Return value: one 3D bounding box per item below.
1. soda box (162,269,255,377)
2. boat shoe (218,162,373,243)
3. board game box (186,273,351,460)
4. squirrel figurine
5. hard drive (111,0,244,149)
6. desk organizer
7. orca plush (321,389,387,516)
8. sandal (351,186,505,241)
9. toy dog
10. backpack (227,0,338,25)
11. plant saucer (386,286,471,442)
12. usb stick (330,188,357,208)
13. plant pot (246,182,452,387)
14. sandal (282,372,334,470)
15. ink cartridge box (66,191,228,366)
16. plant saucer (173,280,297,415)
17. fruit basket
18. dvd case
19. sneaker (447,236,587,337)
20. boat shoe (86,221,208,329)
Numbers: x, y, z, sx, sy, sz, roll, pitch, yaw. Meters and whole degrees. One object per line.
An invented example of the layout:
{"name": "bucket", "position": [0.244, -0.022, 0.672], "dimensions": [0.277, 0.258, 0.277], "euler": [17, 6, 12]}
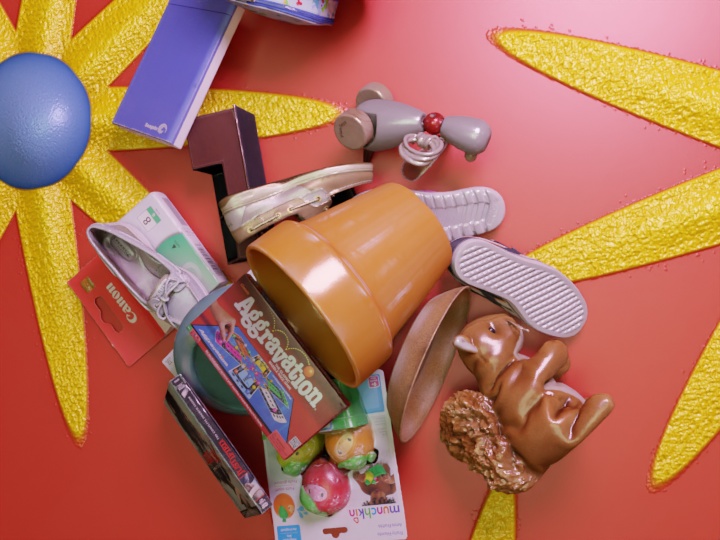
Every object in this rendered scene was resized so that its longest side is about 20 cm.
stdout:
{"name": "soda box", "position": [-0.169, 0.075, 1.013], "dimensions": [0.200, 0.064, 0.068], "euler": [-45, 83, 9]}
{"name": "boat shoe", "position": [-0.074, -0.086, 0.947], "dimensions": [0.199, 0.074, 0.067], "euler": [-17, 95, -4]}
{"name": "board game box", "position": [-0.111, 0.113, 0.892], "dimensions": [0.103, 0.019, 0.200], "euler": [-41, 79, 9]}
{"name": "squirrel figurine", "position": [0.173, 0.157, 0.915], "dimensions": [0.187, 0.141, 0.200], "euler": [44, 96, 14]}
{"name": "hard drive", "position": [-0.245, -0.270, 1.002], "dimensions": [0.132, 0.025, 0.201], "euler": [22, 86, 34]}
{"name": "desk organizer", "position": [-0.172, -0.110, 1.007], "dimensions": [0.077, 0.072, 0.201], "euler": [-11, 89, 13]}
{"name": "orca plush", "position": [0.005, 0.254, 0.998], "dimensions": [0.105, 0.071, 0.201], "euler": [19, 84, 54]}
{"name": "sandal", "position": [0.084, -0.071, 0.972], "dimensions": [0.201, 0.050, 0.083], "euler": [0, 107, 5]}
{"name": "toy dog", "position": [0.059, -0.161, 0.946], "dimensions": [0.132, 0.097, 0.200], "euler": [-33, 49, -27]}
{"name": "backpack", "position": [-0.074, -0.383, 0.931], "dimensions": [0.199, 0.183, 0.148], "euler": [11, 109, 5]}
{"name": "plant saucer", "position": [0.077, 0.106, 0.899], "dimensions": [0.035, 0.200, 0.201], "euler": [22, 95, 17]}
{"name": "usb stick", "position": [0.001, -0.022, 0.995], "dimensions": [0.055, 0.033, 0.201], "euler": [-24, 86, 2]}
{"name": "plant pot", "position": [0.000, 0.000, 0.871], "dimensions": [0.183, 0.200, 0.200], "euler": [-38, 84, -17]}
{"name": "sandal", "position": [-0.052, 0.189, 1.009], "dimensions": [0.075, 0.045, 0.200], "euler": [43, 113, 13]}
{"name": "ink cartridge box", "position": [-0.306, 0.015, 1.047], "dimensions": [0.200, 0.050, 0.161], "euler": [-39, 84, 7]}
{"name": "plant saucer", "position": [-0.140, 0.109, 0.973], "dimensions": [0.199, 0.027, 0.201], "euler": [-5, 116, -11]}
{"name": "fruit basket", "position": [-0.044, 0.233, 0.922], "dimensions": [0.184, 0.094, 0.201], "euler": [-12, 74, 24]}
{"name": "dvd case", "position": [-0.192, 0.235, 0.988], "dimensions": [0.022, 0.146, 0.200], "euler": [-35, 85, -25]}
{"name": "sneaker", "position": [0.192, 0.013, 0.942], "dimensions": [0.199, 0.079, 0.079], "euler": [31, 93, -16]}
{"name": "boat shoe", "position": [-0.276, 0.009, 0.983], "dimensions": [0.202, 0.065, 0.074], "euler": [44, 99, 11]}
